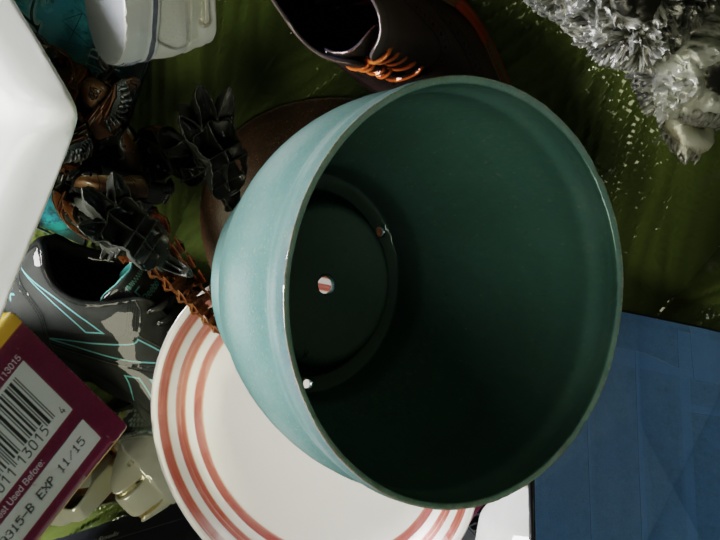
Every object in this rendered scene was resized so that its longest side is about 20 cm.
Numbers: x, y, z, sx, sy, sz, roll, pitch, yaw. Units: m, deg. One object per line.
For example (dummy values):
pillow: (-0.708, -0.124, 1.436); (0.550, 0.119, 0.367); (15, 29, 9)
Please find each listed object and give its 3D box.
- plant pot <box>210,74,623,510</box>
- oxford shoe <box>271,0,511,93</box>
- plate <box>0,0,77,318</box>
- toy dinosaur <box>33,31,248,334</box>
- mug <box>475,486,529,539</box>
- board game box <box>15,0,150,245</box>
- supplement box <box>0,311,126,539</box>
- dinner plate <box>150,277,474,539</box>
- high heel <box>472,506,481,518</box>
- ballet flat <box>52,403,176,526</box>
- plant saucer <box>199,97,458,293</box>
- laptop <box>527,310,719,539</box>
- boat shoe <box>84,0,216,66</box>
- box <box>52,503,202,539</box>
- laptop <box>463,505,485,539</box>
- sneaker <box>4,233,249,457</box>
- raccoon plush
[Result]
plant pot: (0.009, 0.008, 1.044); (0.134, 0.200, 0.201); (3, 137, 54)
oxford shoe: (0.006, -0.112, 1.044); (0.071, 0.073, 0.200); (-29, 128, 28)
plate: (-0.224, -0.088, 1.100); (0.200, 0.032, 0.200); (57, 142, 22)
toy dinosaur: (-0.123, -0.052, 1.117); (0.200, 0.102, 0.136); (33, 167, -33)
mug: (0.135, 0.186, 1.148); (0.186, 0.149, 0.154); (-2, 97, -24)
board game box: (-0.183, -0.113, 1.153); (0.135, 0.028, 0.200); (23, 133, -2)
supplement box: (-0.249, 0.105, 1.247); (0.103, 0.131, 0.200); (47, 155, -23)
dinner plate: (-0.024, 0.089, 1.183); (0.199, 0.024, 0.201); (6, 106, 22)
high heel: (0.063, 0.153, 1.218); (0.096, 0.067, 0.200); (34, 110, -9)
ballet flat: (-0.153, 0.124, 1.318); (0.199, 0.071, 0.069); (-16, 122, 30)
plant saucer: (0.000, 0.000, 1.173); (0.199, 0.037, 0.201); (11, 130, 13)
laptop: (0.197, 0.090, 1.057); (0.199, 0.188, 0.116); (-18, 145, 31)
boat shoe: (-0.092, -0.197, 1.026); (0.070, 0.071, 0.201); (-11, 116, -28)
box: (-0.147, 0.255, 1.341); (0.148, 0.200, 0.104); (-20, 121, 33)
laptop: (0.108, 0.153, 1.222); (0.187, 0.116, 0.200); (-26, 117, 34)
sneaker: (-0.114, 0.043, 1.233); (0.199, 0.076, 0.079); (21, 131, 0)
raccoon plush: (0.108, -0.136, 1.020); (0.200, 0.097, 0.134); (29, 155, 34)
